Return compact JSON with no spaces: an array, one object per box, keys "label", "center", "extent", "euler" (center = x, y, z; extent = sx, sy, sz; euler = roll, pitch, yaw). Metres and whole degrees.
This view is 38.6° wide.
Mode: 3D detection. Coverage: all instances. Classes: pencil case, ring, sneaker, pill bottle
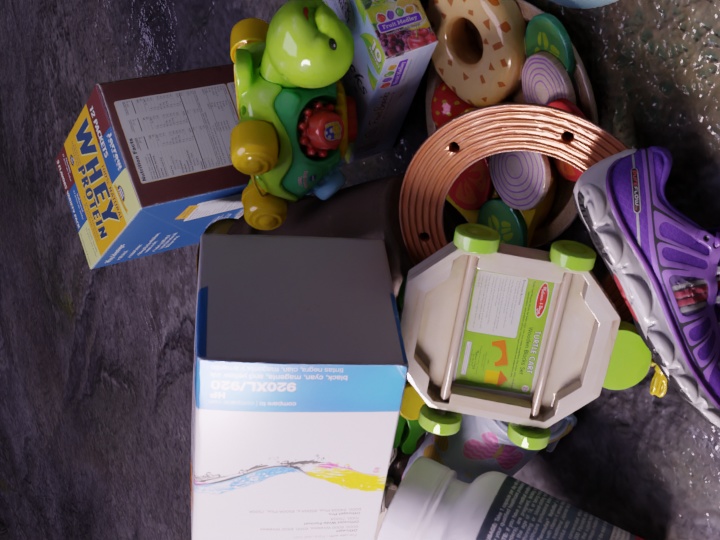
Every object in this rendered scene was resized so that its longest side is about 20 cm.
[{"label":"pencil case","center":[0.104,0.151,0.879],"extent":[0.201,0.090,0.084],"euler":[121,147,-48]},{"label":"ring","center":[0.123,-0.031,0.746],"extent":[0.198,0.019,0.202],"euler":[12,127,16]},{"label":"sneaker","center":[0.213,0.014,0.661],"extent":[0.202,0.083,0.081],"euler":[62,-170,-6]},{"label":"pill bottle","center":[0.117,0.224,0.785],"extent":[0.198,0.120,0.121],"euler":[24,128,16]}]

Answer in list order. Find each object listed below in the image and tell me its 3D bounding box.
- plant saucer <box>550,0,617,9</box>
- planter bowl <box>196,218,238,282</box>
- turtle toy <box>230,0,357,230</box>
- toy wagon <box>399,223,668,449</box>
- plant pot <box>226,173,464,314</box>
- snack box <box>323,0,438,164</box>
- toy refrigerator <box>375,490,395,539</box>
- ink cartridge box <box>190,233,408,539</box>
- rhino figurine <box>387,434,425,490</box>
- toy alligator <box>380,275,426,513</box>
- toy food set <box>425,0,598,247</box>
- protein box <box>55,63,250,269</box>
[{"label":"plant saucer","center":[0.136,-0.277,0.688],"extent":[0.200,0.038,0.204],"euler":[31,128,48]},{"label":"planter bowl","center":[-0.067,0.019,1.034],"extent":[0.083,0.200,0.202],"euler":[-29,77,26]},{"label":"turtle toy","center":[-0.053,-0.134,0.826],"extent":[0.201,0.100,0.147],"euler":[88,177,-59]},{"label":"toy wagon","center":[0.125,0.052,0.742],"extent":[0.040,0.197,0.157],"euler":[-83,2,-68]},{"label":"plant pot","center":[0.000,0.000,0.903],"extent":[0.174,0.199,0.202],"euler":[-30,77,39]},{"label":"snack box","center":[-0.003,-0.198,0.874],"extent":[0.144,0.052,0.200],"euler":[66,164,12]},{"label":"toy refrigerator","center":[0.086,0.279,0.977],"extent":[0.199,0.069,0.077],"euler":[23,115,51]},{"label":"ink cartridge box","center":[-0.055,0.097,0.776],"extent":[0.148,0.143,0.202],"euler":[-101,15,-53]},{"label":"rhino figurine","center":[0.015,0.153,0.957],"extent":[0.200,0.059,0.088],"euler":[138,156,-76]},{"label":"toy alligator","center":[0.047,0.101,0.820],"extent":[0.059,0.053,0.203],"euler":[-122,37,-71]},{"label":"toy food set","center":[0.108,-0.112,0.792],"extent":[0.198,0.048,0.202],"euler":[48,139,36]},{"label":"protein box","center":[-0.199,-0.114,1.123],"extent":[0.198,0.198,0.136],"euler":[-32,76,56]}]
